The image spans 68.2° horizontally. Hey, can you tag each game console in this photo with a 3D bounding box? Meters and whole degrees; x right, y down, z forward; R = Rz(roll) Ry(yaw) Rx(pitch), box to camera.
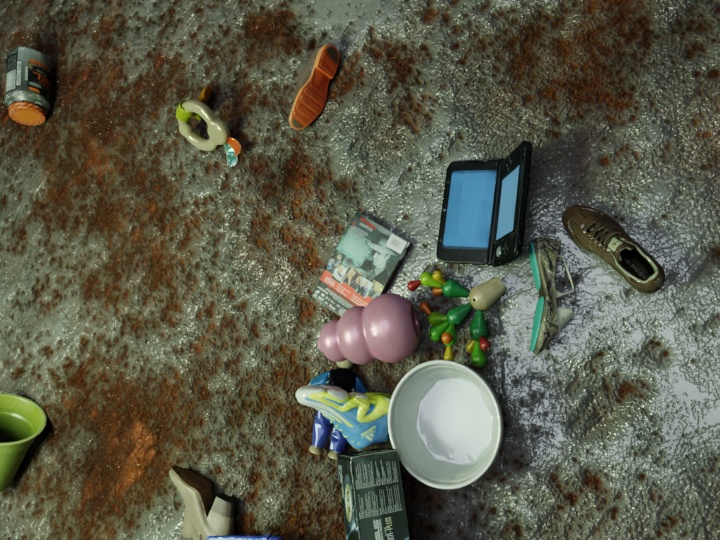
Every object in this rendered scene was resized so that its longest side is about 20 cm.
[{"bbox_3d":[0.220,-0.119,0.968,0.113,0.176,0.207,8,82,-3],"label":"game console"}]

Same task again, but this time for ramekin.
[{"bbox_3d":[0.153,0.260,0.920,0.194,0.105,0.207,-5,77,23],"label":"ramekin"}]

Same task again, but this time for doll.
[{"bbox_3d":[-0.051,0.255,1.042,0.132,0.049,0.206,13,82,6],"label":"doll"}]

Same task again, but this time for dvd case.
[{"bbox_3d":[0.000,0.000,1.092,0.144,0.022,0.204,30,93,27],"label":"dvd case"}]

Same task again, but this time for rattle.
[{"bbox_3d":[-0.346,-0.359,1.322,0.195,0.143,0.133,23,121,11],"label":"rattle"}]

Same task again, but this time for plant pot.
[{"bbox_3d":[-0.928,0.452,1.348,0.198,0.198,0.194,31,105,26],"label":"plant pot"}]

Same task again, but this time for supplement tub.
[{"bbox_3d":[-1.008,-0.557,1.615,0.119,0.122,0.206,-14,74,21],"label":"supplement tub"}]

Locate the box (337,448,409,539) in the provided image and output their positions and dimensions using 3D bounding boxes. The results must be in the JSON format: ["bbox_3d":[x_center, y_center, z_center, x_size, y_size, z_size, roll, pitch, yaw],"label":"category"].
[{"bbox_3d":[0.021,0.416,0.907,0.083,0.164,0.206,-4,75,-12],"label":"box"}]

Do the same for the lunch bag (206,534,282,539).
[{"bbox_3d":[-0.211,0.605,1.001,0.165,0.127,0.207,-9,86,19],"label":"lunch bag"}]

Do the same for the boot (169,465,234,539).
[{"bbox_3d":[-0.347,0.523,1.116,0.196,0.070,0.150,19,89,27],"label":"boot"}]

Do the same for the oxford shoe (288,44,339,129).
[{"bbox_3d":[-0.116,-0.417,1.217,0.072,0.071,0.204,23,84,46],"label":"oxford shoe"}]

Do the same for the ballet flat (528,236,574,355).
[{"bbox_3d":[0.329,0.042,0.913,0.073,0.068,0.207,1,77,8],"label":"ballet flat"}]

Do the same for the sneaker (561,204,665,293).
[{"bbox_3d":[0.419,-0.047,0.879,0.071,0.075,0.200,-48,65,8],"label":"sneaker"}]

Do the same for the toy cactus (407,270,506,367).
[{"bbox_3d":[0.186,0.065,0.963,0.163,0.102,0.202,-35,58,4],"label":"toy cactus"}]

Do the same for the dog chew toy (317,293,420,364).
[{"bbox_3d":[0.011,0.118,0.999,0.194,0.124,0.128,-15,73,16],"label":"dog chew toy"}]

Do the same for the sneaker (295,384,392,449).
[{"bbox_3d":[-0.028,0.274,0.979,0.194,0.076,0.109,9,85,-6],"label":"sneaker"}]
